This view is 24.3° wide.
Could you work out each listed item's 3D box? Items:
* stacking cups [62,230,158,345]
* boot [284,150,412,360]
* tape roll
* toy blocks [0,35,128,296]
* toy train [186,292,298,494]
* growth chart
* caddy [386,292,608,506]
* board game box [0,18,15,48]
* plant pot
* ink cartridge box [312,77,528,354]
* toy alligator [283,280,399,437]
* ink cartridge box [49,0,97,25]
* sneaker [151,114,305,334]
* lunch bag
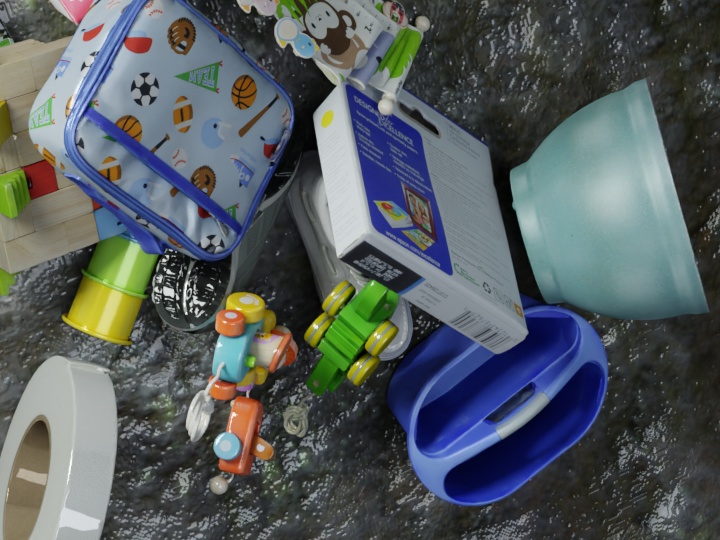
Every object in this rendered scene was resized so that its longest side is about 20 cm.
[{"bbox_3d":[-0.175,-0.046,1.320,0.060,0.060,0.202,19,92,-25],"label":"stacking cups"},{"bbox_3d":[0.000,0.000,1.375,0.073,0.096,0.201,-33,114,-10],"label":"boot"},{"bbox_3d":[-0.236,0.166,1.268,0.037,0.203,0.205,14,99,-24],"label":"tape roll"},{"bbox_3d":[-0.226,-0.094,1.248,0.136,0.100,0.202,-22,116,-31],"label":"toy blocks"},{"bbox_3d":[-0.086,0.100,1.333,0.055,0.200,0.152,12,76,7],"label":"toy train"},{"bbox_3d":[-0.028,-0.210,1.303,0.200,0.018,0.146,40,43,-25],"label":"growth chart"},{"bbox_3d":[0.120,0.111,1.448,0.199,0.105,0.142,-37,116,-9],"label":"caddy"},{"bbox_3d":[-0.342,-0.117,1.244,0.199,0.023,0.105,-31,116,-12],"label":"board game box"},{"bbox_3d":[0.203,-0.046,1.408,0.133,0.201,0.202,-15,112,12],"label":"plant pot"},{"bbox_3d":[0.045,-0.057,1.330,0.047,0.201,0.197,-36,134,27],"label":"ink cartridge box"},{"bbox_3d":[-0.011,0.062,1.358,0.059,0.201,0.054,41,45,10],"label":"toy alligator"},{"bbox_3d":[-0.178,-0.301,1.224,0.199,0.084,0.145,-39,115,-7],"label":"ink cartridge box"},{"bbox_3d":[-0.104,-0.041,1.342,0.073,0.079,0.202,25,79,11],"label":"sneaker"},{"bbox_3d":[-0.140,-0.101,1.229,0.200,0.075,0.161,39,71,-42],"label":"lunch bag"}]
